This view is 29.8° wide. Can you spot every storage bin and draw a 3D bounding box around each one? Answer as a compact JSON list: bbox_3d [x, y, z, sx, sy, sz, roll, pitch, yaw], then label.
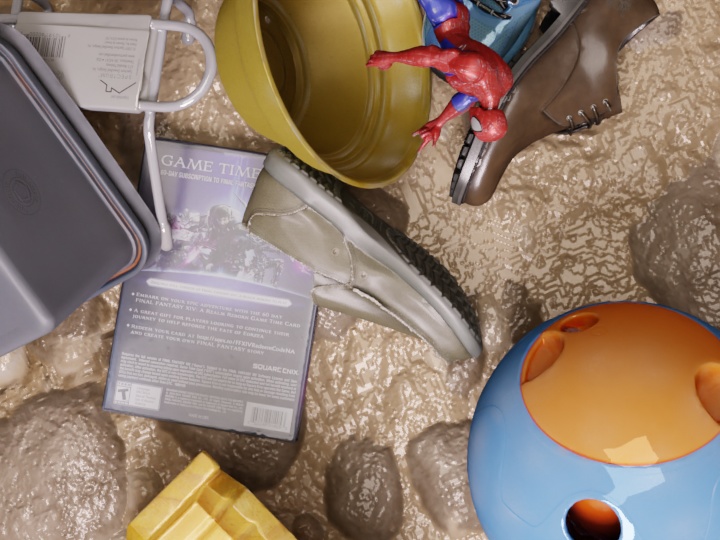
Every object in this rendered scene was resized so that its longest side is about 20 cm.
[{"bbox_3d":[-0.254,-0.037,0.890,0.145,0.134,0.200,-25,108,26],"label":"storage bin"}]

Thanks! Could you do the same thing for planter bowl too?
[{"bbox_3d":[-0.039,-0.148,0.910,0.083,0.200,0.201,-9,87,34],"label":"planter bowl"}]

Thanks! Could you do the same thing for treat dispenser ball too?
[{"bbox_3d":[0.167,0.119,0.852,0.200,0.201,0.201,0,88,5],"label":"treat dispenser ball"}]

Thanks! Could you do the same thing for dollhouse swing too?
[{"bbox_3d":[-0.102,0.259,0.896,0.176,0.182,0.200,-43,85,-18],"label":"dollhouse swing"}]

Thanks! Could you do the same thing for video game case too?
[{"bbox_3d":[-0.100,0.013,0.971,0.143,0.019,0.200,9,88,5],"label":"video game case"}]

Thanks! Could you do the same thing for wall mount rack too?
[{"bbox_3d":[-0.189,-0.110,0.948,0.200,0.075,0.174,5,82,14],"label":"wall mount rack"}]

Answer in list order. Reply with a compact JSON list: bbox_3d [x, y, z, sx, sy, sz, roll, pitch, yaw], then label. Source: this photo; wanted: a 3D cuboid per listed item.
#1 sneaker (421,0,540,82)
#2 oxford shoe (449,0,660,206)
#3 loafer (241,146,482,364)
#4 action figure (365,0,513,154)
[{"bbox_3d":[0.102,-0.220,0.924,0.078,0.090,0.200,30,93,6],"label":"sneaker"},{"bbox_3d":[0.135,-0.118,0.928,0.084,0.073,0.200,37,92,3],"label":"oxford shoe"},{"bbox_3d":[0.000,0.000,0.936,0.200,0.075,0.070,41,104,-2],"label":"loafer"},{"bbox_3d":[0.036,-0.161,0.899,0.099,0.065,0.200,-33,68,28],"label":"action figure"}]
